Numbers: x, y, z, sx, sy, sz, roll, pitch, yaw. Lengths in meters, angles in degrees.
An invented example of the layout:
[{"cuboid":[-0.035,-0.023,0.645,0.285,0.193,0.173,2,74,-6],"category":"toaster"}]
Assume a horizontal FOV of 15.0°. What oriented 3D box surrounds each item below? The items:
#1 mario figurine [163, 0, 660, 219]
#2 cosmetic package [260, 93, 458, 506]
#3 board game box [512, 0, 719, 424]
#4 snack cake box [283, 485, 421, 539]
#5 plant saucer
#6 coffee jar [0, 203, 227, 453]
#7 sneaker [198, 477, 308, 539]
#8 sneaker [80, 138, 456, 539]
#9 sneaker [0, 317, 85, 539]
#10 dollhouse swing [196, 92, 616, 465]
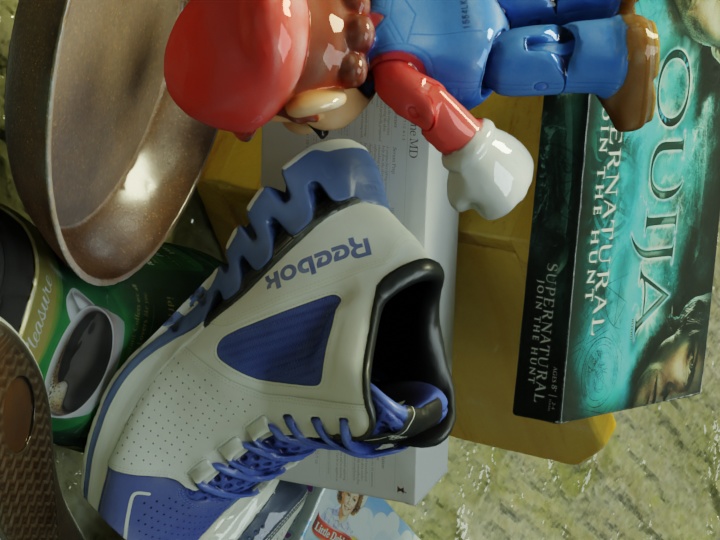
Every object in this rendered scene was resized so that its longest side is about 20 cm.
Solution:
[{"cuboid":[0.018,-0.085,1.136,0.124,0.199,0.106,-108,-164,-69],"category":"mario figurine"},{"cuboid":[0.000,0.000,1.232,0.051,0.082,0.201,-36,132,-60],"category":"cosmetic package"},{"cuboid":[0.124,-0.037,1.240,0.135,0.028,0.201,-7,104,-54],"category":"board game box"},{"cuboid":[-0.014,0.183,1.414,0.200,0.067,0.115,51,59,-47],"category":"snack cake box"},{"cuboid":[-0.098,-0.095,1.122,0.200,0.034,0.201,15,90,-74],"category":"plant saucer"},{"cuboid":[-0.138,0.028,1.188,0.200,0.085,0.105,15,97,-55],"category":"coffee jar"},{"cuboid":[-0.076,0.184,1.281,0.085,0.077,0.200,35,84,-6],"category":"sneaker"},{"cuboid":[-0.029,0.054,1.154,0.080,0.115,0.200,13,116,-53],"category":"sneaker"},{"cuboid":[-0.166,0.089,1.084,0.200,0.084,0.073,83,19,-47],"category":"sneaker"},{"cuboid":[0.055,-0.031,1.345,0.176,0.200,0.182,46,62,-50],"category":"dollhouse swing"}]
